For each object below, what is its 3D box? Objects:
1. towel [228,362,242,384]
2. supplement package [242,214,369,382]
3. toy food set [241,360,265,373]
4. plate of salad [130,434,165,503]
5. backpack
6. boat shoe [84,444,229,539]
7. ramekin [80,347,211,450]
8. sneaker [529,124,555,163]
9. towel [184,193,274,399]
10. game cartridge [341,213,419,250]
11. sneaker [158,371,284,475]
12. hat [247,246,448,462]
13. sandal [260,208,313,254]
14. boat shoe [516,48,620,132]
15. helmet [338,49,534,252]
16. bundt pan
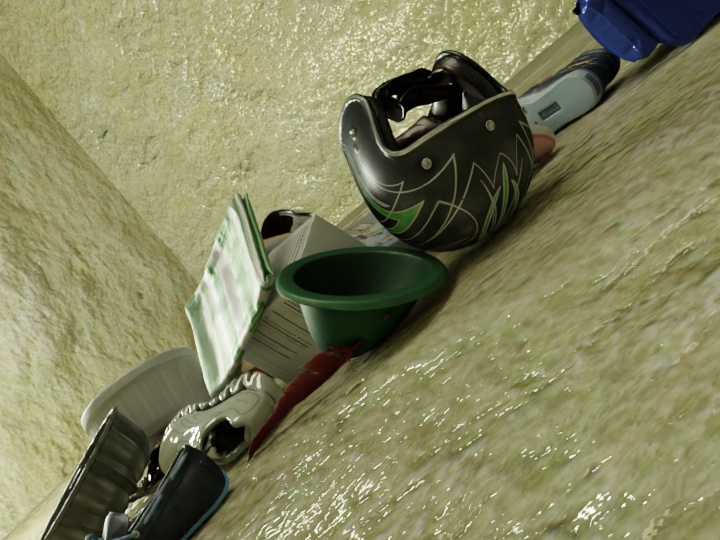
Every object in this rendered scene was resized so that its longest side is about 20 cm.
[{"bbox_3d":[-0.175,0.104,1.359,0.149,0.030,0.202,-45,-20,-42],"label":"towel"},{"bbox_3d":[-0.071,0.040,1.024,0.199,0.109,0.115,-33,33,52],"label":"supplement package"},{"bbox_3d":[-0.100,0.089,1.292,0.200,0.049,0.198,-45,6,-20],"label":"toy food set"},{"bbox_3d":[-0.248,0.238,1.180,0.200,0.048,0.200,-42,7,6],"label":"plate of salad"},{"bbox_3d":[0.343,-0.350,1.040,0.168,0.163,0.200,-42,6,23],"label":"backpack"},{"bbox_3d":[-0.209,0.245,0.782,0.200,0.069,0.084,-46,8,-37],"label":"boat shoe"},{"bbox_3d":[-0.311,0.214,1.293,0.201,0.095,0.203,-35,-16,-12],"label":"ramekin"},{"bbox_3d":[0.147,-0.103,1.030,0.197,0.106,0.076,-13,-22,-1],"label":"sneaker"},{"bbox_3d":[-0.157,0.031,1.009,0.023,0.154,0.201,4,-46,-32],"label":"towel"},{"bbox_3d":[0.015,-0.033,1.165,0.132,0.042,0.199,-3,22,42],"label":"game cartridge"},{"bbox_3d":[-0.168,0.188,0.954,0.199,0.075,0.081,-38,15,32],"label":"sneaker"},{"bbox_3d":[-0.005,0.084,0.880,0.197,0.179,0.166,1,20,16],"label":"hat"},{"bbox_3d":[-0.106,-0.052,1.123,0.079,0.060,0.206,-28,-6,32],"label":"sandal"},{"bbox_3d":[0.264,-0.230,1.167,0.091,0.071,0.199,-44,13,-33],"label":"boat shoe"},{"bbox_3d":[0.086,-0.116,0.891,0.198,0.191,0.202,-29,-34,-22],"label":"helmet"},{"bbox_3d":[-0.336,0.284,1.110,0.203,0.075,0.202,-57,12,19],"label":"bundt pan"}]
